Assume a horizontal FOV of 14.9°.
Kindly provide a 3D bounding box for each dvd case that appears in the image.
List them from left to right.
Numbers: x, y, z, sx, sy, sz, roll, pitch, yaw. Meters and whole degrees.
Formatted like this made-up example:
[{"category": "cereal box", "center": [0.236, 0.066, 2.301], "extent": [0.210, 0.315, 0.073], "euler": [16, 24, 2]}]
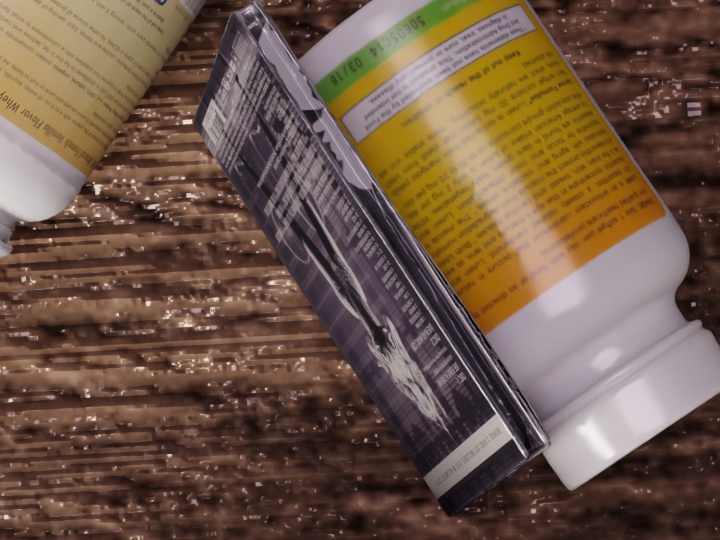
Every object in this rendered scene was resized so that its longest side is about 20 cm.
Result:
[{"category": "dvd case", "center": [0.000, 0.000, 1.085], "extent": [0.016, 0.149, 0.200], "euler": [-31, 83, -15]}]

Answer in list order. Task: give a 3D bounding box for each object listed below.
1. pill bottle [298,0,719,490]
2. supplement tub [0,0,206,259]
[{"category": "pill bottle", "center": [0.062, -0.017, 1.101], "extent": [0.111, 0.111, 0.200], "euler": [-34, 83, -1]}, {"category": "supplement tub", "center": [-0.146, -0.110, 1.104], "extent": [0.144, 0.144, 0.200], "euler": [33, 86, 5]}]
